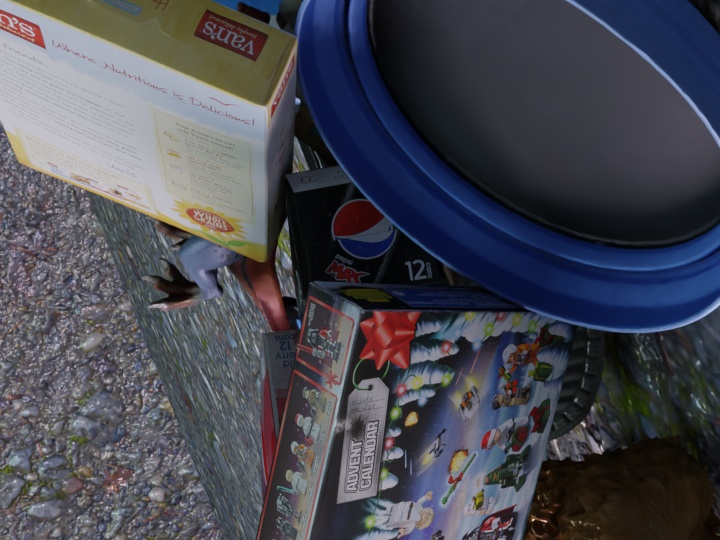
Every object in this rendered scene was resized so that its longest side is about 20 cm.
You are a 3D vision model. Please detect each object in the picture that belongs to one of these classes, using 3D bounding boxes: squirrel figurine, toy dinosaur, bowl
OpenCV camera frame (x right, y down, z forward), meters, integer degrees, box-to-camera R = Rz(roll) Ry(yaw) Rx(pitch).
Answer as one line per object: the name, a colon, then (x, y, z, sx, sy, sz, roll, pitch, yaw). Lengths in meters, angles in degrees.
squirrel figurine: (0.144, 0.184, 0.741, 0.187, 0.140, 0.202, 74, -179, -69)
toy dinosaur: (-0.066, -0.059, 0.843, 0.181, 0.199, 0.106, -42, 27, 44)
bowl: (0.066, -0.057, 0.580, 0.199, 0.040, 0.201, 28, 152, 16)

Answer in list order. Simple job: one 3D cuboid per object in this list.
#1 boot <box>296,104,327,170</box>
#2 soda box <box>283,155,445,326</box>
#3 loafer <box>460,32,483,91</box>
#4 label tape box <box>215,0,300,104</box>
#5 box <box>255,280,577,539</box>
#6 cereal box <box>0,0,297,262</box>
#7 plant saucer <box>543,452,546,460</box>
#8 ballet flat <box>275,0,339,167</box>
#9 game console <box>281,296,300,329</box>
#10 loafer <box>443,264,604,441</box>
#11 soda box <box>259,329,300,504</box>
boot: (-0.008, -0.034, 0.987, 0.164, 0.065, 0.202, 5, 125, 60)
soda box: (0.000, 0.000, 0.764, 0.200, 0.070, 0.064, 98, 162, -79)
loafer: (0.064, -0.138, 0.595, 0.202, 0.067, 0.071, 76, -176, -50)
label tape box: (-0.069, -0.219, 0.894, 0.144, 0.065, 0.202, 83, -175, -51)
box: (0.019, 0.106, 0.666, 0.040, 0.136, 0.202, 26, 109, 47)
cereal box: (-0.099, -0.074, 0.666, 0.143, 0.040, 0.200, 23, 162, 3)
plant saucer: (0.074, 0.114, 0.841, 0.201, 0.038, 0.204, -1, -90, -68)
ballet flat: (-0.014, -0.123, 0.778, 0.063, 0.069, 0.201, 26, -151, -24)
game console: (0.010, 0.125, 0.973, 0.200, 0.115, 0.178, 78, -169, -73)
loafer: (0.074, -0.012, 0.757, 0.070, 0.074, 0.202, -108, 6, -84)
soda box: (-0.018, 0.101, 0.787, 0.201, 0.069, 0.064, 95, 167, -60)
